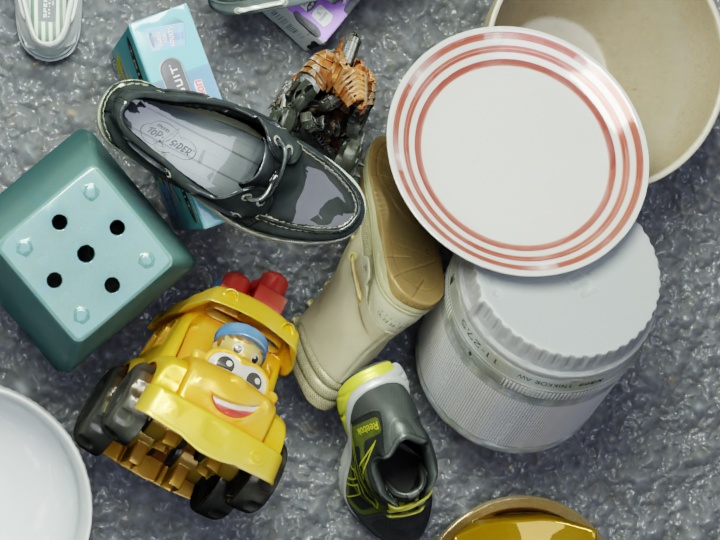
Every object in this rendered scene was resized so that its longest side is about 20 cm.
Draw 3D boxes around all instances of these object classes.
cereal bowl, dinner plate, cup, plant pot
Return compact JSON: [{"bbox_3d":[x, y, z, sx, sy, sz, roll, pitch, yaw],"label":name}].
[{"bbox_3d":[-0.308,0.180,1.254,0.199,0.083,0.201,0,92,-13],"label":"cereal bowl"},{"bbox_3d":[0.115,-0.087,1.204,0.199,0.024,0.201,3,70,-10],"label":"dinner plate"},{"bbox_3d":[0.176,-0.163,1.324,0.199,0.143,0.202,0,92,-12],"label":"cup"},{"bbox_3d":[-0.210,-0.013,1.212,0.141,0.200,0.141,-40,99,-8],"label":"plant pot"}]

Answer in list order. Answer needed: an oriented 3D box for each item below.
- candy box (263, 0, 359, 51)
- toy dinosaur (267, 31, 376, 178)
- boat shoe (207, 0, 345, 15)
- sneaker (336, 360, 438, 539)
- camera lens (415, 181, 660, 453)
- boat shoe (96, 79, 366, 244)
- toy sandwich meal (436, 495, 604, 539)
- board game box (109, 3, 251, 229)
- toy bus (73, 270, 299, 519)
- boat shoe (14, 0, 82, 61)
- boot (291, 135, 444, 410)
[{"bbox_3d":[-0.058,-0.305,1.304,0.200,0.072,0.168,40,83,-11],"label":"candy box"},{"bbox_3d":[-0.032,-0.124,1.247,0.102,0.200,0.136,24,87,7],"label":"toy dinosaur"},{"bbox_3d":[-0.028,-0.238,1.257,0.199,0.073,0.062,-12,138,-20],"label":"boat shoe"},{"bbox_3d":[0.023,0.164,1.289,0.074,0.085,0.201,-20,135,-7],"label":"sneaker"},{"bbox_3d":[0.135,0.041,1.278,0.159,0.200,0.161,4,63,-9],"label":"camera lens"},{"bbox_3d":[-0.082,-0.073,1.102,0.199,0.066,0.075,30,84,-12],"label":"boat shoe"},{"bbox_3d":[0.131,0.283,1.361,0.204,0.070,0.207,0,91,-13],"label":"toy sandwich meal"},{"bbox_3d":[-0.136,-0.108,1.226,0.047,0.200,0.152,-21,95,-11],"label":"board game box"},{"bbox_3d":[-0.108,0.076,1.243,0.135,0.200,0.193,33,70,-13],"label":"toy bus"},{"bbox_3d":[-0.240,-0.265,1.267,0.073,0.067,0.201,-8,93,-13],"label":"boat shoe"},{"bbox_3d":[0.000,0.000,1.315,0.072,0.201,0.156,22,128,-24],"label":"boot"}]
